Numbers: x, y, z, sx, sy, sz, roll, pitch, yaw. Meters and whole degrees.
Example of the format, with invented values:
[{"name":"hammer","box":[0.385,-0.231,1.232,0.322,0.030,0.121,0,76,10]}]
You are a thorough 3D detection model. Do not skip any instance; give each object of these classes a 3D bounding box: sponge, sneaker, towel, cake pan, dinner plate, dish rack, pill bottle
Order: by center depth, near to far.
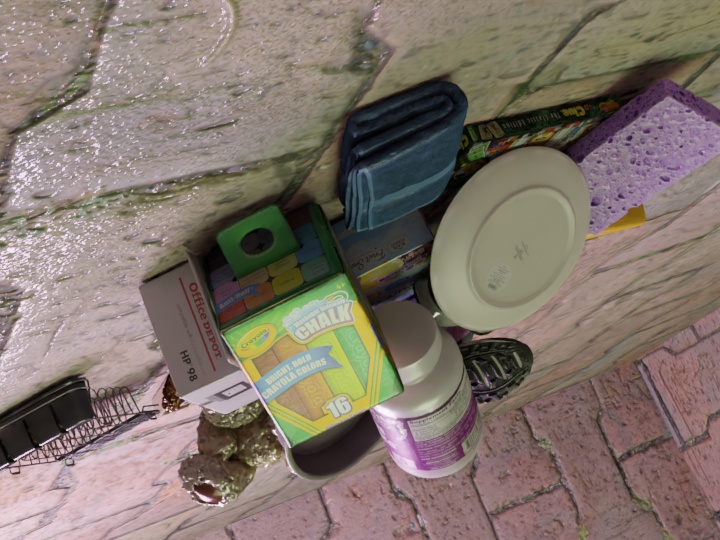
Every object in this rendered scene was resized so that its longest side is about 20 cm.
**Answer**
[{"name":"towel","box":[0.036,-0.092,1.061,0.111,0.049,0.200,-24,165,-8]},{"name":"dinner plate","box":[0.156,-0.026,1.217,0.199,0.024,0.202,-16,123,-25]},{"name":"sponge","box":[0.274,-0.112,1.251,0.111,0.030,0.200,22,139,-32]},{"name":"pill bottle","box":[0.059,0.122,1.272,0.111,0.113,0.201,-24,139,-2]},{"name":"cake pan","box":[-0.018,0.130,1.312,0.200,0.037,0.202,-32,137,-35]},{"name":"sneaker","box":[0.152,0.014,1.322,0.115,0.076,0.200,-30,165,28]},{"name":"dish rack","box":[-0.327,0.178,1.403,0.152,0.055,0.200,-28,167,15]},{"name":"sneaker","box":[0.112,0.117,1.409,0.199,0.074,0.079,-23,-168,35]}]

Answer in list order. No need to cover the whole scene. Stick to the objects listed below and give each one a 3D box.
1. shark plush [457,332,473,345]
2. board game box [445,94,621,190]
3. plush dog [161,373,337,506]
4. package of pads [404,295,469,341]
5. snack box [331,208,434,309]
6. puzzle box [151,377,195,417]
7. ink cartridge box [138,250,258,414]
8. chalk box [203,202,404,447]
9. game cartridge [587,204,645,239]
[{"name":"shark plush","box":[0.170,0.031,1.515,0.200,0.083,0.091,-47,166,-43]},{"name":"board game box","box":[0.158,-0.124,1.209,0.199,0.024,0.105,-16,165,-33]},{"name":"plush dog","box":[-0.134,0.153,1.430,0.198,0.173,0.161,-19,-155,11]},{"name":"package of pads","box":[0.038,0.083,1.452,0.199,0.076,0.120,-30,176,32]},{"name":"snack box","box":[0.000,0.000,1.288,0.167,0.068,0.200,-27,168,2]},{"name":"puzzle box","box":[-0.158,0.126,1.554,0.198,0.026,0.133,-18,163,-28]},{"name":"ink cartridge box","box":[-0.147,0.063,1.166,0.066,0.117,0.200,-24,165,3]},{"name":"chalk box","box":[-0.060,0.033,1.109,0.124,0.124,0.201,-26,126,3]},{"name":"game cartridge","box":[0.204,-0.040,1.433,0.198,0.033,0.176,-12,178,-26]}]
